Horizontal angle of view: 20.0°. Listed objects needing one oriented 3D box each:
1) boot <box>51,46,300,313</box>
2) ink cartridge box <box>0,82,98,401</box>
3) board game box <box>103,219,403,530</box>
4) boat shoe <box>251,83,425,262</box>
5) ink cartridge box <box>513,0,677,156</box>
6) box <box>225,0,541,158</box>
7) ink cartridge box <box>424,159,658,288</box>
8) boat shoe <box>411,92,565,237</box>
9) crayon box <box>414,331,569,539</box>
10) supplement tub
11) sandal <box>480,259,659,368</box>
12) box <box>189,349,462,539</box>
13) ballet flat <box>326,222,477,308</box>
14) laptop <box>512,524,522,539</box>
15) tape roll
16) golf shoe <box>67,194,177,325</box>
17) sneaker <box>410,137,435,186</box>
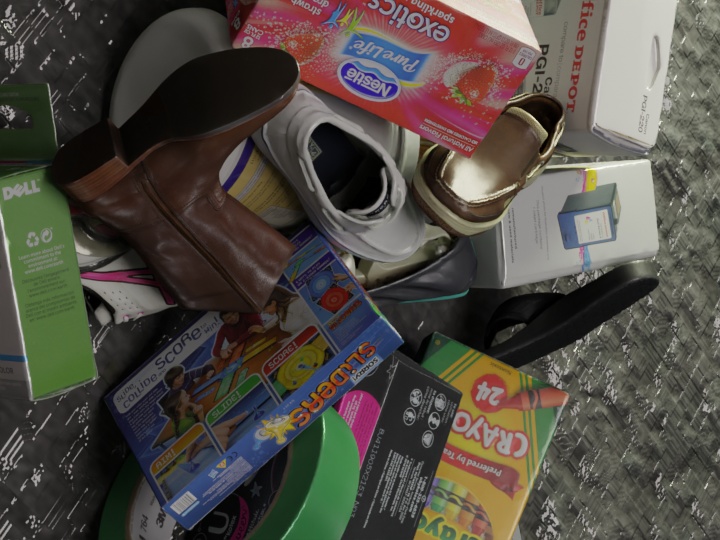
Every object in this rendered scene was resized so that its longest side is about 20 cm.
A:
[{"bbox_3d":[-0.081,-0.050,1.368,0.200,0.185,0.065,48,27,-47],"label":"boot"},{"bbox_3d":[-0.242,-0.019,1.358,0.059,0.103,0.202,-18,105,-43],"label":"ink cartridge box"},{"bbox_3d":[-0.079,0.071,1.443,0.200,0.136,0.034,-41,131,3],"label":"board game box"},{"bbox_3d":[-0.005,-0.055,1.428,0.074,0.065,0.200,-53,137,-1],"label":"boat shoe"},{"bbox_3d":[0.149,-0.170,1.668,0.084,0.199,0.147,15,81,-44],"label":"ink cartridge box"},{"bbox_3d":[0.014,-0.174,1.427,0.199,0.096,0.100,24,117,-21],"label":"box"},{"bbox_3d":[0.130,-0.039,1.694,0.199,0.145,0.088,-8,96,-43],"label":"ink cartridge box"},{"bbox_3d":[0.100,-0.090,1.509,0.075,0.075,0.202,40,28,3],"label":"boat shoe"},{"bbox_3d":[0.074,0.167,1.665,0.126,0.051,0.201,24,79,-5],"label":"crayon box"},{"bbox_3d":[-0.068,-0.104,1.497,0.199,0.145,0.147,10,85,-44],"label":"supplement tub"},{"bbox_3d":[0.160,0.036,1.721,0.075,0.200,0.048,13,50,-58],"label":"sandal"},{"bbox_3d":[-0.027,0.158,1.573,0.132,0.114,0.201,34,70,-41],"label":"box"},{"bbox_3d":[0.000,0.000,1.537,0.199,0.073,0.074,-14,102,-25],"label":"ballet flat"},{"bbox_3d":[0.117,0.284,1.720,0.187,0.115,0.201,-25,109,-42],"label":"laptop"},{"bbox_3d":[-0.095,0.164,1.446,0.048,0.200,0.201,45,62,-37],"label":"tape roll"},{"bbox_3d":[-0.159,-0.002,1.476,0.199,0.073,0.092,20,103,-43],"label":"golf shoe"},{"bbox_3d":[0.008,-0.067,1.627,0.075,0.088,0.201,18,102,-23],"label":"sneaker"}]
